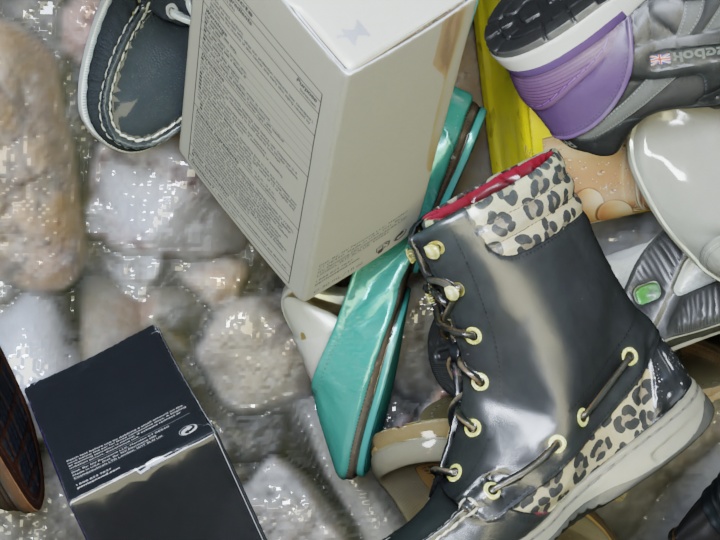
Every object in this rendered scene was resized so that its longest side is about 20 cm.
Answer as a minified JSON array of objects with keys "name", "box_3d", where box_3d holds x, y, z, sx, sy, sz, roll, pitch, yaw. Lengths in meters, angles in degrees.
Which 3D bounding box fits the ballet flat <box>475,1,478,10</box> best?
[{"name":"ballet flat","box_3d":[0.037,-0.191,1.144,0.063,0.069,0.202,14,95,-11]}]

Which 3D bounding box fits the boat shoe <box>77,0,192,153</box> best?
[{"name":"boat shoe","box_3d":[-0.061,-0.136,1.131,0.075,0.060,0.201,28,99,-23]}]

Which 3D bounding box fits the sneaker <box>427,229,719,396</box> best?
[{"name":"sneaker","box_3d":[0.140,0.025,1.237,0.199,0.115,0.076,-19,74,22]}]

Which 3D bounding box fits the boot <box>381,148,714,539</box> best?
[{"name":"boot","box_3d":[0.047,0.054,1.125,0.203,0.073,0.154,-31,101,-15]}]

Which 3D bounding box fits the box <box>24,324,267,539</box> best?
[{"name":"box","box_3d":[-0.079,0.147,1.179,0.078,0.141,0.201,-24,113,-4]}]

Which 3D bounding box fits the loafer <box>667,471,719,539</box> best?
[{"name":"loafer","box_3d":[0.246,0.176,1.331,0.200,0.073,0.072,37,117,-19]}]

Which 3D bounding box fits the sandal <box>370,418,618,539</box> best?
[{"name":"sandal","box_3d":[0.067,0.135,1.232,0.080,0.054,0.200,-19,144,22]}]

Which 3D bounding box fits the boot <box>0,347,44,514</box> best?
[{"name":"boot","box_3d":[-0.228,0.044,1.150,0.096,0.075,0.201,-24,114,12]}]

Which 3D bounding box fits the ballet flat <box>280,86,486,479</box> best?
[{"name":"ballet flat","box_3d":[0.000,0.000,1.202,0.070,0.067,0.201,18,103,4]}]

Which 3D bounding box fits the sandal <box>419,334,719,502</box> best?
[{"name":"sandal","box_3d":[0.136,0.082,1.255,0.210,0.078,0.070,-15,110,-17]}]

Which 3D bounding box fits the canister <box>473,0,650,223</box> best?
[{"name":"canister","box_3d":[0.161,-0.104,1.194,0.198,0.087,0.150,-12,110,-10]}]

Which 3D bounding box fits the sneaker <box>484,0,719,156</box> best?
[{"name":"sneaker","box_3d":[0.160,-0.123,1.099,0.199,0.076,0.088,-28,121,18]}]

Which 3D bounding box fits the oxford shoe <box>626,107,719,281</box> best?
[{"name":"oxford shoe","box_3d":[0.200,-0.007,1.123,0.075,0.058,0.200,-41,81,0]}]

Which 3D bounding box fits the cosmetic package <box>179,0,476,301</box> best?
[{"name":"cosmetic package","box_3d":[-0.019,-0.083,1.064,0.071,0.200,0.105,-32,72,-21]}]
